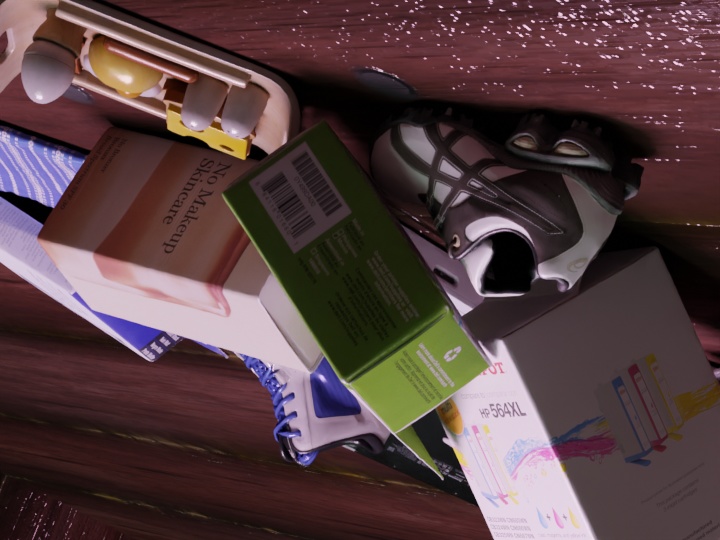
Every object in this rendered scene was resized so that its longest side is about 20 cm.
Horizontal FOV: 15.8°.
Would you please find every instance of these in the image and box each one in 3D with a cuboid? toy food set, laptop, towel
[{"bbox_3d":[-0.131,-0.097,1.553,0.199,0.061,0.144,22,166,1],"label":"toy food set"},{"bbox_3d":[0.074,0.121,2.184,0.186,0.116,0.200,24,138,-11],"label":"laptop"},{"bbox_3d":[-0.212,-0.061,1.897,0.199,0.024,0.145,19,165,12],"label":"towel"}]

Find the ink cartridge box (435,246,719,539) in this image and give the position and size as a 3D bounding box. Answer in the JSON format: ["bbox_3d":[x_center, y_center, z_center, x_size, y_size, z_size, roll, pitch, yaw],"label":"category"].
[{"bbox_3d":[0.131,0.082,1.567,0.128,0.125,0.201,-10,107,64],"label":"ink cartridge box"}]

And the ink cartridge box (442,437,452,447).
[{"bbox_3d":[0.174,0.132,1.946,0.199,0.068,0.115,8,160,44],"label":"ink cartridge box"}]

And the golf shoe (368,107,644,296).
[{"bbox_3d":[0.062,-0.035,1.429,0.078,0.095,0.200,29,166,-33],"label":"golf shoe"}]

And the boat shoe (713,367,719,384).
[{"bbox_3d":[0.262,0.082,1.631,0.066,0.072,0.200,39,161,-16],"label":"boat shoe"}]

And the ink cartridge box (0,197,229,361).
[{"bbox_3d":[-0.218,0.011,2.042,0.199,0.041,0.200,30,173,22],"label":"ink cartridge box"}]

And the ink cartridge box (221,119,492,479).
[{"bbox_3d":[0.013,0.021,1.524,0.148,0.076,0.200,57,-176,27],"label":"ink cartridge box"}]

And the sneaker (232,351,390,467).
[{"bbox_3d":[-0.050,0.085,2.003,0.199,0.116,0.081,28,165,-7],"label":"sneaker"}]

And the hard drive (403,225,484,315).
[{"bbox_3d":[0.000,0.000,1.797,0.132,0.027,0.200,31,164,-32],"label":"hard drive"}]

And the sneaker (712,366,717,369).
[{"bbox_3d":[0.170,0.101,1.761,0.199,0.105,0.075,18,164,9],"label":"sneaker"}]

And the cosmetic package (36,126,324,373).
[{"bbox_3d":[-0.099,-0.016,1.690,0.199,0.104,0.087,13,152,36],"label":"cosmetic package"}]
